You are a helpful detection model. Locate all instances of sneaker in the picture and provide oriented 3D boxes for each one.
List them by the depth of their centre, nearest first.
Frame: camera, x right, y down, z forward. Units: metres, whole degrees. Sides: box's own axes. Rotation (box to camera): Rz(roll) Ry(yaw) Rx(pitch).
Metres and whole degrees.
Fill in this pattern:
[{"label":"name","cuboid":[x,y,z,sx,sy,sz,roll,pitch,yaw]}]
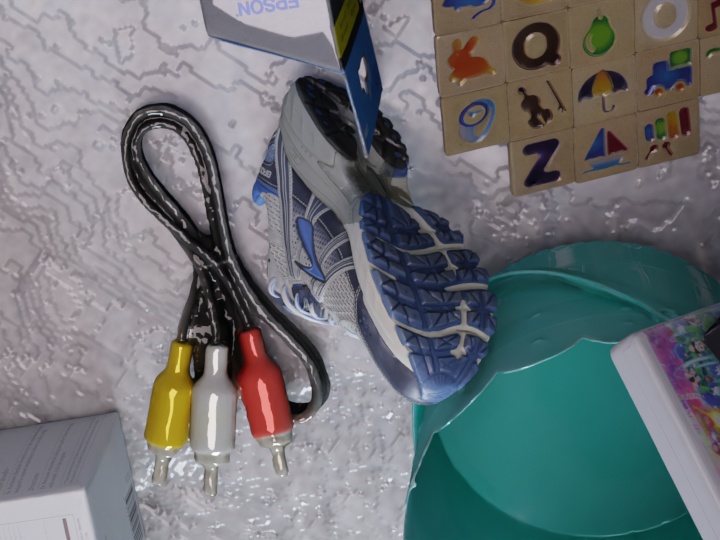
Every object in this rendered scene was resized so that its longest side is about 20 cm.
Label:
[{"label":"sneaker","cuboid":[0.000,0.000,1.205,0.077,0.200,0.085,15,125,-34]}]

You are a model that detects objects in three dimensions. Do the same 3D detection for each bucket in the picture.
[{"label":"bucket","cuboid":[0.118,0.092,1.222,0.206,0.135,0.208,1,116,1]}]

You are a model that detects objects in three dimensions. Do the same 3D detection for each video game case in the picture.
[{"label":"video game case","cuboid":[0.220,0.098,1.112,0.024,0.182,0.200,-39,73,49]}]

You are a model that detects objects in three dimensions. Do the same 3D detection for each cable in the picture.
[{"label":"cable","cuboid":[-0.070,0.014,1.269,0.097,0.050,0.201,-5,108,4]}]

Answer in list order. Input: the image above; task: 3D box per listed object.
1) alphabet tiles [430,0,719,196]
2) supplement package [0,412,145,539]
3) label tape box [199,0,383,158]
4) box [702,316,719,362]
[{"label":"alphabet tiles","cuboid":[0.113,-0.130,1.189,0.166,0.006,0.200,-14,126,-10]},{"label":"supplement package","cuboid":[-0.218,0.155,1.291,0.199,0.110,0.114,-8,106,6]},{"label":"label tape box","cuboid":[-0.041,-0.160,1.165,0.063,0.144,0.201,-9,106,7]},{"label":"box","cuboid":[0.270,0.050,1.082,0.200,0.132,0.115,50,137,-2]}]
